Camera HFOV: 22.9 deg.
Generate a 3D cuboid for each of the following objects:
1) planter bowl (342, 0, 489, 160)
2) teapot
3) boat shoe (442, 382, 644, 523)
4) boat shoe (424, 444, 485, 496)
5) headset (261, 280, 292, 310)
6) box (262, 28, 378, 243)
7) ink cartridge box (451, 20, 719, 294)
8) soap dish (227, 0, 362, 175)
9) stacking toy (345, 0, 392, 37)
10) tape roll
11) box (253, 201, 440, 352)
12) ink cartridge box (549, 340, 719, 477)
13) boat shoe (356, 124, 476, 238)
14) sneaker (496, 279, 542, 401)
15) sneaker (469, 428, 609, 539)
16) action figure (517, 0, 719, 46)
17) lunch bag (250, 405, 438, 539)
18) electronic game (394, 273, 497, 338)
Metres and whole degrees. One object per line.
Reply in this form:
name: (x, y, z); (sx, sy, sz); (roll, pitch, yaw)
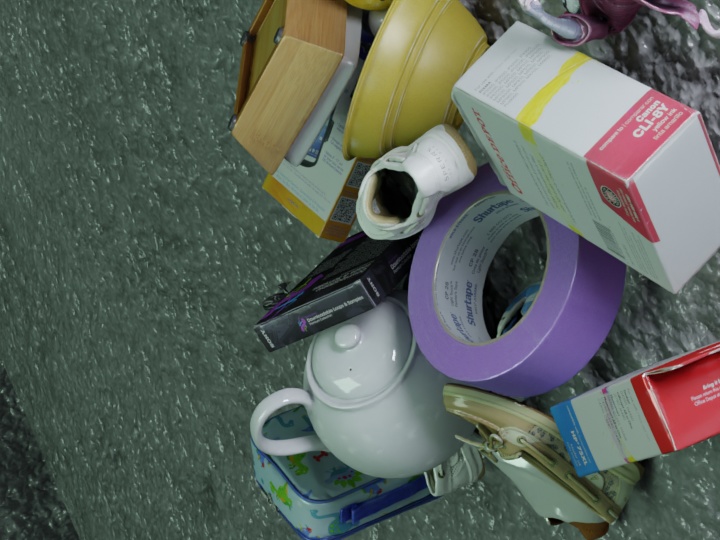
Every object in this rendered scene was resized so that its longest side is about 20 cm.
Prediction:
planter bowl: (0.062, -0.175, 1.592); (0.083, 0.200, 0.201); (24, 141, 9)
teapot: (0.016, 0.096, 1.698); (0.197, 0.200, 0.146); (4, 155, 35)
boat shoe: (0.158, 0.160, 1.588); (0.200, 0.063, 0.073); (26, 177, -7)
boat shoe: (0.057, 0.138, 1.821); (0.200, 0.069, 0.071); (64, 160, -3)
headset: (-0.024, 0.078, 1.861); (0.200, 0.094, 0.124); (55, -148, -47)
box: (-0.018, -0.143, 1.799); (0.119, 0.041, 0.200); (42, 110, 45)
ink cartridge box: (0.183, -0.091, 1.385); (0.200, 0.083, 0.145); (35, 166, 41)
soap dish: (-0.063, -0.214, 1.733); (0.157, 0.081, 0.200); (-57, 20, 36)
stacking toy: (0.013, -0.294, 1.650); (0.146, 0.146, 0.200); (35, 158, 50)
tape roll: (0.133, 0.006, 1.536); (0.200, 0.066, 0.200); (-22, 59, 43)
box: (0.000, 0.000, 1.714); (0.143, 0.200, 0.036); (-24, 102, 38)
ink cartridge box: (0.254, 0.105, 1.427); (0.067, 0.116, 0.200); (68, 155, 5)
boat shoe: (0.028, -0.066, 1.524); (0.071, 0.069, 0.200); (56, 155, 5)
sneaker: (0.150, 0.070, 1.663); (0.072, 0.072, 0.200); (58, 154, 20)
sneaker: (0.167, 0.200, 1.720); (0.200, 0.073, 0.085); (33, 134, 50)
action figure: (0.205, -0.227, 1.346); (0.149, 0.134, 0.200); (24, 164, -3)
lunch bag: (-0.008, 0.207, 1.927); (0.161, 0.200, 0.083); (42, 144, 44)
electronic game: (0.079, 0.054, 1.826); (0.200, 0.042, 0.200); (44, 145, 42)
